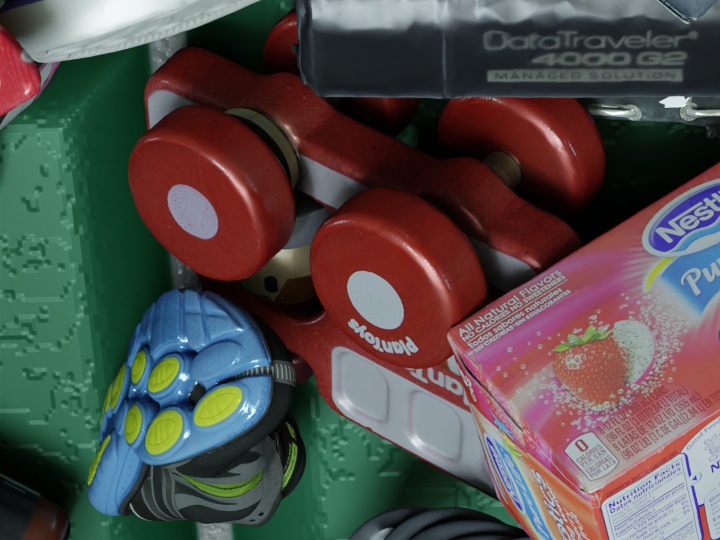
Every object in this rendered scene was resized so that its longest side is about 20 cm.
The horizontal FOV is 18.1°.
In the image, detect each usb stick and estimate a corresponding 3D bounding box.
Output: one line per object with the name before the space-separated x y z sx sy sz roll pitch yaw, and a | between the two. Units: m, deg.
usb stick | 0.074 -0.086 0.804 0.198 0.033 0.056 0 133 4

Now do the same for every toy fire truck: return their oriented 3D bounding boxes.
toy fire truck | 0.000 0.000 0.882 0.199 0.112 0.169 25 137 24

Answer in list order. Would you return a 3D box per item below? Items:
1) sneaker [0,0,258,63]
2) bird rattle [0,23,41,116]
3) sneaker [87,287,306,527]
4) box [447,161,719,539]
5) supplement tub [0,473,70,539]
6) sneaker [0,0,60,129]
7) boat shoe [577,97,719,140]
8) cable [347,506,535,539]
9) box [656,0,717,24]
sneaker | -0.059 -0.173 0.823 0.199 0.081 0.147 -22 91 2
bird rattle | -0.211 -0.092 0.746 0.162 0.113 0.200 -27 144 5
sneaker | -0.056 0.059 0.904 0.082 0.200 0.071 10 70 -12
box | 0.143 0.028 0.802 0.199 0.096 0.100 -31 137 -11
supplement tub | -0.231 0.105 0.959 0.199 0.107 0.107 29 113 -7
sneaker | -0.179 -0.075 0.895 0.086 0.080 0.201 30 107 4
boat shoe | 0.147 -0.078 0.862 0.198 0.074 0.069 2 122 -2
cable | 0.043 0.172 0.896 0.163 0.051 0.201 44 131 33
box | 0.149 -0.198 0.761 0.051 0.158 0.200 35 112 -25
